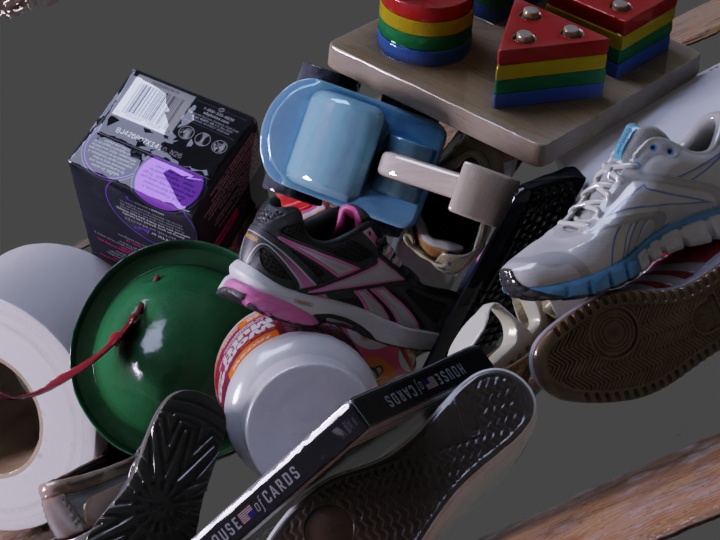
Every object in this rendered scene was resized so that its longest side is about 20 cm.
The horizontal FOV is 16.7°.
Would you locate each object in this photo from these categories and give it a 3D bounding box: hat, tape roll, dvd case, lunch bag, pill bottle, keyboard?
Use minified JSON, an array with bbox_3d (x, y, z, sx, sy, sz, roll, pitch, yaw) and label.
[{"bbox_3d":[-0.139,0.057,1.794,0.201,0.165,0.176,-59,-2,-11],"label":"hat"},{"bbox_3d":[-0.273,0.093,1.996,0.202,0.204,0.139,-21,8,28],"label":"tape roll"},{"bbox_3d":[-0.023,0.123,1.501,0.200,0.025,0.150,-43,-13,32],"label":"dvd case"},{"bbox_3d":[-0.027,0.001,1.914,0.082,0.177,0.200,-26,10,2],"label":"lunch bag"},{"bbox_3d":[-0.043,0.091,1.711,0.109,0.110,0.200,-28,10,-2],"label":"pill bottle"},{"bbox_3d":[0.110,0.013,1.685,0.104,0.040,0.201,-24,-30,-44],"label":"keyboard"}]

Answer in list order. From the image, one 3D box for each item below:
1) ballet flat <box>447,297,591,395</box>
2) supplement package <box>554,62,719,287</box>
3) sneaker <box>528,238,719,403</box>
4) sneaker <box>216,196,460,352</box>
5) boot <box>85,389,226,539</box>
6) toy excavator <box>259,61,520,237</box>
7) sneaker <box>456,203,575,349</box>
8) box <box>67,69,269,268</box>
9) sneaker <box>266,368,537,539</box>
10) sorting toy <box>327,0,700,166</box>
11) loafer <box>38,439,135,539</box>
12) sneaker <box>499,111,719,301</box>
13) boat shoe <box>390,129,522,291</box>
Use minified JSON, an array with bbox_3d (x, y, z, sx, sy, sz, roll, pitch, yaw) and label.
[{"bbox_3d":[0.108,0.048,1.641,0.200,0.073,0.068,-35,14,-35],"label":"ballet flat"},{"bbox_3d":[0.237,-0.059,1.731,0.155,0.111,0.200,-27,10,1],"label":"supplement package"},{"bbox_3d":[0.183,0.025,1.571,0.199,0.072,0.112,-22,13,-15],"label":"sneaker"},{"bbox_3d":[0.000,0.000,1.711,0.199,0.087,0.080,12,9,-42],"label":"sneaker"},{"bbox_3d":[-0.143,0.163,1.691,0.182,0.072,0.200,-61,7,-11],"label":"boot"},{"bbox_3d":[0.017,-0.074,1.721,0.200,0.193,0.100,-19,-51,-84],"label":"toy excavator"},{"bbox_3d":[0.135,-0.017,1.833,0.082,0.070,0.200,-61,-5,38],"label":"sneaker"},{"bbox_3d":[-0.149,-0.050,1.995,0.106,0.122,0.200,-57,-19,-27],"label":"box"},{"bbox_3d":[0.026,0.144,1.463,0.200,0.073,0.085,-35,-19,-10],"label":"sneaker"},{"bbox_3d":[0.114,-0.175,1.776,0.199,0.070,0.198,28,40,31],"label":"sorting toy"},{"bbox_3d":[-0.179,0.149,1.894,0.072,0.063,0.200,-22,12,33],"label":"loafer"},{"bbox_3d":[0.163,-0.044,1.539,0.199,0.087,0.075,-25,19,-28],"label":"sneaker"},{"bbox_3d":[0.061,-0.036,1.831,0.068,0.074,0.201,-49,-15,-49],"label":"boat shoe"}]
